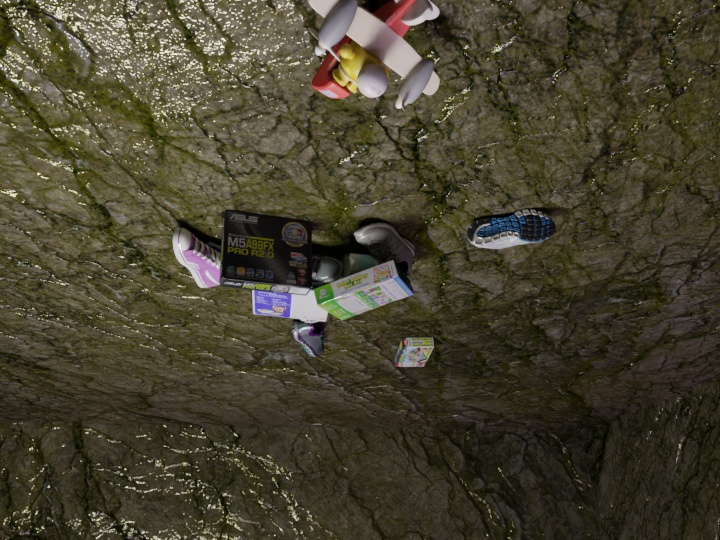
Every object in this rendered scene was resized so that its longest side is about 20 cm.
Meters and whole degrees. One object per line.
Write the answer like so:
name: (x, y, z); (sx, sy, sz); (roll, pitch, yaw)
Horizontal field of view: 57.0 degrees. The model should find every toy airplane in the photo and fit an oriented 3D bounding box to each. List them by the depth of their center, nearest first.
toy airplane: (0.025, -0.310, 0.932); (0.195, 0.144, 0.200); (-1, 153, -3)

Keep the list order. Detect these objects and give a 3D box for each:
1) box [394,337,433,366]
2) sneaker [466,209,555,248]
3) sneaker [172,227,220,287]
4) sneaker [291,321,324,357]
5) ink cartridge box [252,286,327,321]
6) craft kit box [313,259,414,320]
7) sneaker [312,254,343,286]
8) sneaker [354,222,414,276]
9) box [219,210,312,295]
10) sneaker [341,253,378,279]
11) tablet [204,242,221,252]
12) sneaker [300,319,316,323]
box: (0.180, 0.280, 2.260); (0.107, 0.035, 0.201); (0, 154, -5)
sneaker: (0.344, -0.087, 1.515); (0.195, 0.077, 0.087); (-4, 165, 14)
sneaker: (-0.344, -0.035, 1.513); (0.112, 0.074, 0.202); (-5, 148, 12)
sneaker: (-0.137, 0.209, 2.045); (0.086, 0.076, 0.200); (-16, 151, 15)
ink cartridge box: (-0.168, 0.065, 1.633); (0.193, 0.044, 0.201); (7, 156, -6)
craft kit box: (0.012, 0.050, 1.530); (0.194, 0.049, 0.200); (-23, 162, 8)
sneaker: (-0.145, -0.023, 1.549); (0.195, 0.086, 0.121); (4, 162, 13)
sneaker: (0.064, -0.048, 1.532); (0.074, 0.084, 0.198); (-25, 147, 36)
box: (-0.203, -0.037, 1.438); (0.196, 0.164, 0.044); (8, 154, -19)
sneaker: (0.000, 0.000, 1.573); (0.080, 0.076, 0.200); (8, 179, -8)
tablet: (-0.333, -0.014, 1.638); (0.128, 0.014, 0.199); (-22, 147, 34)
sneaker: (-0.154, 0.078, 1.777); (0.198, 0.082, 0.088); (22, 137, -39)
